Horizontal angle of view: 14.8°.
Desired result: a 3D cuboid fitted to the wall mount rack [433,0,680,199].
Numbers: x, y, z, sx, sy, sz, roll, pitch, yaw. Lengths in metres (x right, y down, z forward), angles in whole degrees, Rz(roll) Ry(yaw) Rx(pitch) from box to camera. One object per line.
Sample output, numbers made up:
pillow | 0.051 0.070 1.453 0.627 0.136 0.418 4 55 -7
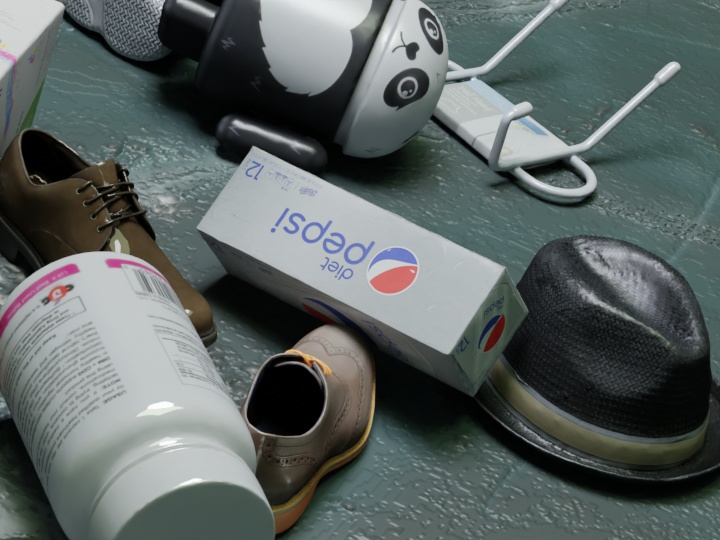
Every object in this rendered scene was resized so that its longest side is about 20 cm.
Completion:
wall mount rack | 0.124 -0.136 2.011 0.174 0.075 0.200 -15 43 -40

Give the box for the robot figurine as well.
robot figurine | -0.038 -0.157 1.912 0.200 0.150 0.125 23 22 -2

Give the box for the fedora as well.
fedora | 0.155 0.043 1.723 0.200 0.092 0.201 11 32 -7

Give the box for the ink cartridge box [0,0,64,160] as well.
ink cartridge box | -0.259 -0.091 1.724 0.067 0.117 0.200 22 32 4

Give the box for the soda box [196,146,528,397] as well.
soda box | 0.000 0.000 1.706 0.200 0.063 0.068 26 73 28

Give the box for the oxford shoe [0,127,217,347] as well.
oxford shoe | -0.159 -0.020 1.692 0.200 0.084 0.073 38 36 29

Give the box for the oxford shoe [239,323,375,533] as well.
oxford shoe | -0.029 0.075 1.609 0.071 0.073 0.200 19 31 6

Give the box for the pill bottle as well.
pill bottle | -0.124 0.089 1.506 0.113 0.113 0.200 -1 35 -25

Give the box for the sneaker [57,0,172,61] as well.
sneaker | -0.175 -0.228 2.025 0.200 0.076 0.114 41 38 25
